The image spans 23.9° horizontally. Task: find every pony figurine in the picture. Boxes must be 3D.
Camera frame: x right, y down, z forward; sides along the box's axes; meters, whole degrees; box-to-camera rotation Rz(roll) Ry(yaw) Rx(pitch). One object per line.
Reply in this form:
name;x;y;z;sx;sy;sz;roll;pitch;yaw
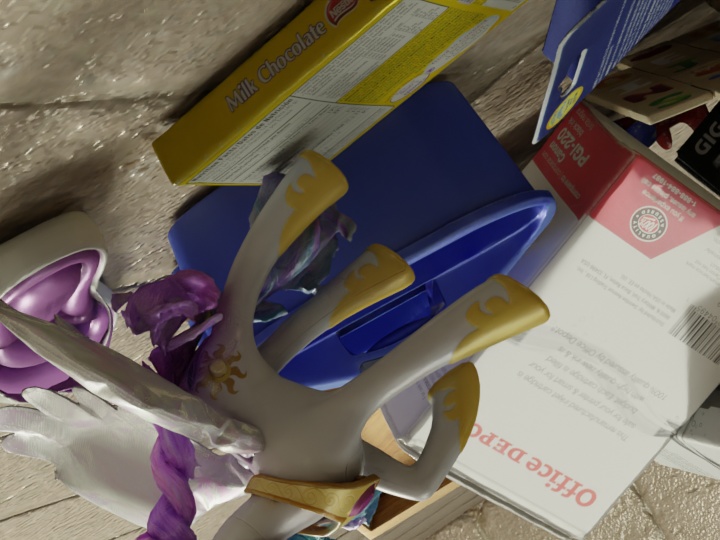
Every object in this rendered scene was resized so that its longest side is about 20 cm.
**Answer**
pony figurine;-0.052;0.053;0.673;0.200;0.193;0.167;-50;162;-20

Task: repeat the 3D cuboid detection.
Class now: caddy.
caddy;0.000;0.000;0.827;0.199;0.105;0.141;-28;166;-13

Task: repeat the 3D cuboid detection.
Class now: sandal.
sandal;-0.141;0.034;0.762;0.082;0.050;0.203;-28;167;-13

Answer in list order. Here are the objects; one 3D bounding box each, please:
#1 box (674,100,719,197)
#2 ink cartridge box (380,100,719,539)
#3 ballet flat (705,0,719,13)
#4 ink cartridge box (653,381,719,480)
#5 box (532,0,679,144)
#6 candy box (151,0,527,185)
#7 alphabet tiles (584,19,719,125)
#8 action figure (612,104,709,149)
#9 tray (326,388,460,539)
box;0.286;-0.122;1.042;0.200;0.050;0.198;-53;164;11
ink cartridge box;0.120;0.032;0.935;0.145;0.085;0.200;31;104;-28
ballet flat;0.246;-0.178;0.801;0.200;0.073;0.068;-40;163;32
ink cartridge box;0.240;0.048;0.973;0.083;0.146;0.200;29;169;-33
box;0.132;-0.143;0.668;0.200;0.032;0.121;-45;170;-10
candy box;0.016;-0.099;0.676;0.200;0.027;0.102;-37;164;23
alphabet tiles;0.202;-0.114;0.863;0.165;0.006;0.200;-22;-167;-3
action figure;0.132;-0.031;1.033;0.199;0.100;0.065;-21;-169;-28
tray;0.044;0.089;1.075;0.200;0.099;0.037;-35;-154;31
